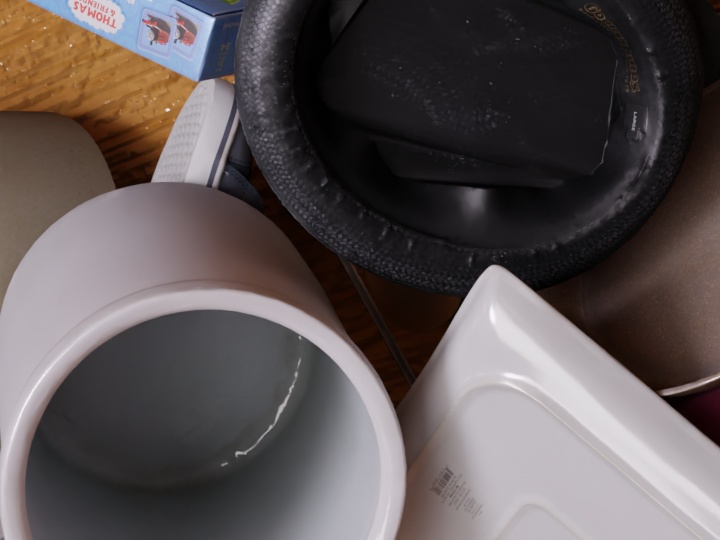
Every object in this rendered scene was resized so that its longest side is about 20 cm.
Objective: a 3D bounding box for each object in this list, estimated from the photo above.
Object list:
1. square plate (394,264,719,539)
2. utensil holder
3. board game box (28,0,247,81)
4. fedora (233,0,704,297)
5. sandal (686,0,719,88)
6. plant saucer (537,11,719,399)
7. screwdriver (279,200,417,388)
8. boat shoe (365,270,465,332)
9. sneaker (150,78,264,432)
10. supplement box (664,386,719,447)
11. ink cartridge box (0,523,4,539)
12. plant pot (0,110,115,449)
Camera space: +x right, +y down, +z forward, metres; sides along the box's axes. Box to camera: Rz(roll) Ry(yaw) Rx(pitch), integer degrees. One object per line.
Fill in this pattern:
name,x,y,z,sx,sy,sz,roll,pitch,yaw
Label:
square plate,0.087,0.121,1.177,0.198,0.028,0.200,40,137,7
utensil holder,-0.080,0.061,1.216,0.169,0.200,0.171,-3,107,-10
board game box,-0.110,-0.149,1.296,0.199,0.151,0.037,26,112,25
fedora,0.042,-0.088,1.175,0.199,0.092,0.202,-2,109,-6
sandal,0.099,-0.155,1.227,0.200,0.048,0.075,47,160,24
plant saucer,0.154,-0.026,1.174,0.200,0.032,0.201,-29,40,27
screwdriver,0.000,0.000,1.304,0.200,0.029,0.028,56,166,27
boat shoe,0.037,-0.075,1.269,0.070,0.070,0.201,13,108,19
sneaker,-0.074,0.007,1.348,0.079,0.078,0.201,15,104,-15
supplement box,0.175,0.082,1.193,0.199,0.086,0.111,-26,104,32
ink cartridge box,-0.171,0.158,1.366,0.199,0.146,0.085,5,102,31
plant pot,-0.247,0.001,1.339,0.187,0.199,0.188,-13,73,50
